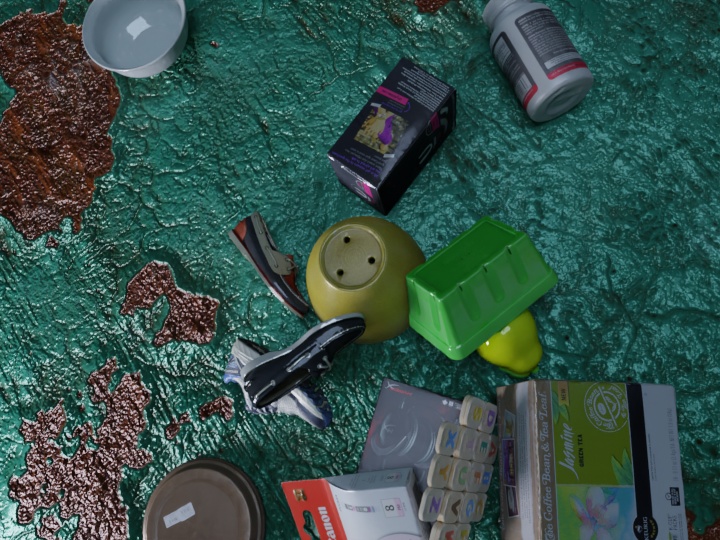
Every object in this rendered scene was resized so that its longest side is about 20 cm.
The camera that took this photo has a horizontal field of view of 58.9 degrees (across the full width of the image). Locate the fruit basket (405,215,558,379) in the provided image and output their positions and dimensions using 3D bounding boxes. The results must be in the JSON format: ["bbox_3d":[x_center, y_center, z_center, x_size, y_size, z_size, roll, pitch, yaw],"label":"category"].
[{"bbox_3d":[0.186,0.056,0.925,0.216,0.216,0.155,-47,36,-5],"label":"fruit basket"}]

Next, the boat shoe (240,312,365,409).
[{"bbox_3d":[-0.073,0.129,0.902,0.199,0.076,0.061,-31,61,8],"label":"boat shoe"}]

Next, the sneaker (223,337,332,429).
[{"bbox_3d":[-0.129,0.189,0.975,0.199,0.077,0.086,33,93,24],"label":"sneaker"}]

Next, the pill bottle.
[{"bbox_3d":[0.275,-0.350,1.016,0.110,0.111,0.202,-25,73,3],"label":"pill bottle"}]

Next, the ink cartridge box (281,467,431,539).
[{"bbox_3d":[-0.003,0.356,0.853,0.198,0.057,0.164,-14,103,17],"label":"ink cartridge box"}]

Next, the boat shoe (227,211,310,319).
[{"bbox_3d":[-0.137,-0.010,1.025,0.062,0.071,0.200,-38,68,-4],"label":"boat shoe"}]

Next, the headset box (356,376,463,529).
[{"bbox_3d":[0.078,0.272,0.905,0.147,0.077,0.202,15,77,13],"label":"headset box"}]

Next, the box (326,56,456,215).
[{"bbox_3d":[0.055,-0.209,1.012,0.106,0.122,0.201,36,84,16],"label":"box"}]

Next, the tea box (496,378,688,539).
[{"bbox_3d":[0.288,0.249,0.818,0.194,0.134,0.203,3,75,-8],"label":"tea box"}]

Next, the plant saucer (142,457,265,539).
[{"bbox_3d":[-0.240,0.386,0.957,0.197,0.029,0.203,-3,75,10],"label":"plant saucer"}]

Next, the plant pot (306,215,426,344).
[{"bbox_3d":[0.000,0.000,0.957,0.197,0.142,0.203,-3,75,10],"label":"plant pot"}]

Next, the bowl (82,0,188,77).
[{"bbox_3d":[-0.396,-0.432,1.169,0.198,0.090,0.204,-3,75,10],"label":"bowl"}]

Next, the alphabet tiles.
[{"bbox_3d":[0.137,0.269,0.837,0.014,0.195,0.202,8,76,35],"label":"alphabet tiles"}]
